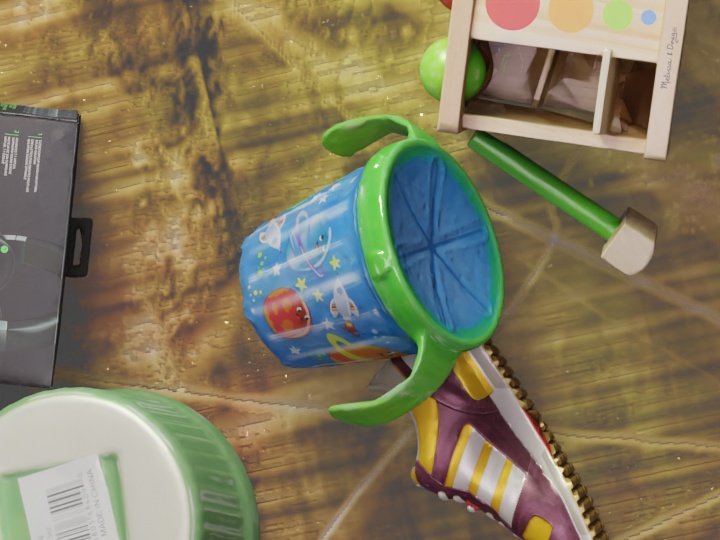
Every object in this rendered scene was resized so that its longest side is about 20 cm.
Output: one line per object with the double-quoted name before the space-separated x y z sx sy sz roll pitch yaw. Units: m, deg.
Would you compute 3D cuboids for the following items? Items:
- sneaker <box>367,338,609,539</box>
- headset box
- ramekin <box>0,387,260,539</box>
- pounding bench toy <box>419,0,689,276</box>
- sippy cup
"sneaker" 0.084 0.131 1.583 0.090 0.075 0.200 -31 82 7
"headset box" -0.271 -0.024 1.583 0.199 0.093 0.175 5 97 -6
"ramekin" -0.172 0.168 1.577 0.199 0.098 0.201 -3 78 14
"pounding bench toy" 0.115 -0.105 1.524 0.156 0.124 0.201 8 97 7
"sippy cup" 0.000 0.000 1.546 0.130 0.178 0.140 -18 115 31
